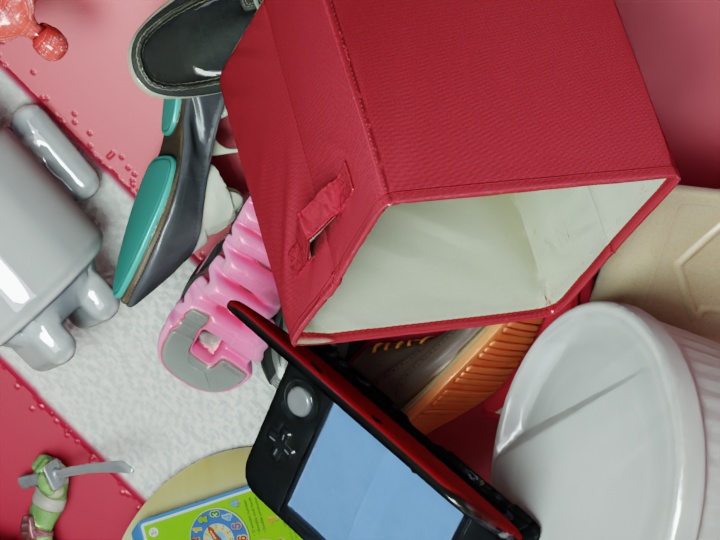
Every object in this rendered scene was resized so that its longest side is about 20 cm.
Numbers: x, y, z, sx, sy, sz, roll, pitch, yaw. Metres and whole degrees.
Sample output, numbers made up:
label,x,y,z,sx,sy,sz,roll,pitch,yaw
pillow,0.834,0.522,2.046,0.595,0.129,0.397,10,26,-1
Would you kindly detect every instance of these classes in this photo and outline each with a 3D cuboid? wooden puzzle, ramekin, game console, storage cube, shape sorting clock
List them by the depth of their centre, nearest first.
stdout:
label,x,y,z,sx,sy,sz,roll,pitch,yaw
storage cube,0.043,-0.081,1.101,0.198,0.171,0.181,-7,66,-24
ramekin,0.164,0.123,1.156,0.093,0.202,0.204,8,109,-27
game console,-0.007,0.130,1.172,0.200,0.118,0.173,39,121,27
wooden puzzle,0.237,0.027,1.235,0.198,0.046,0.186,8,123,-10
shape sorting clock,-0.069,0.214,1.301,0.198,0.039,0.202,-2,69,5

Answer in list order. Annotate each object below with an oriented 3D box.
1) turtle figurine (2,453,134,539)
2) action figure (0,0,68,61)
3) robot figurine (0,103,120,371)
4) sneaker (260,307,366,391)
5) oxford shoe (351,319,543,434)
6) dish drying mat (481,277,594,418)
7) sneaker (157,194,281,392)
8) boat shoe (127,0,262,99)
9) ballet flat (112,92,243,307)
label,x,y,z,sx,sy,sz,roll,pitch,yaw
turtle figurine,-0.254,0.169,1.295,0.192,0.200,0.145,21,72,2
action figure,-0.238,-0.199,1.231,0.200,0.099,0.065,46,109,14
robot figurine,-0.242,-0.028,1.248,0.200,0.113,0.170,49,64,-10
sneaker,0.001,0.000,1.254,0.071,0.083,0.200,39,106,-7
oxford shoe,0.034,0.066,1.263,0.200,0.071,0.073,-43,64,17
dish drying mat,0.110,0.011,1.254,0.076,0.018,0.202,11,122,24
sneaker,-0.054,-0.018,1.243,0.079,0.096,0.200,38,113,-15
boat shoe,-0.046,-0.158,1.183,0.198,0.068,0.072,-20,92,-4
ballet flat,-0.100,-0.071,1.237,0.072,0.073,0.202,13,89,0
